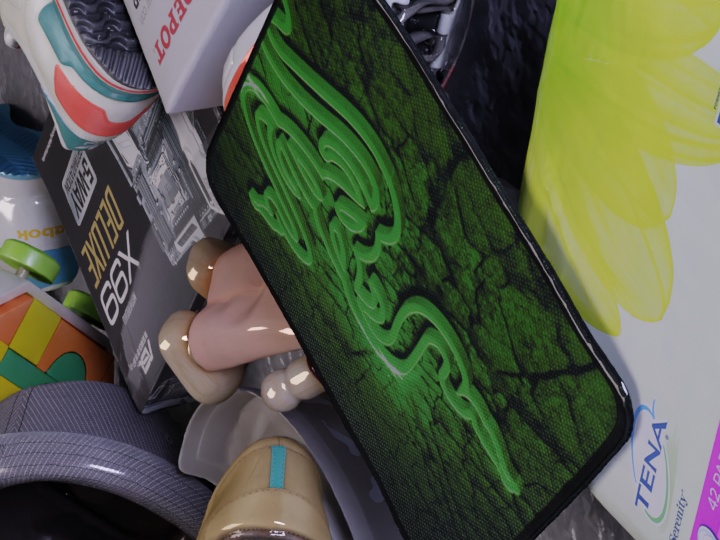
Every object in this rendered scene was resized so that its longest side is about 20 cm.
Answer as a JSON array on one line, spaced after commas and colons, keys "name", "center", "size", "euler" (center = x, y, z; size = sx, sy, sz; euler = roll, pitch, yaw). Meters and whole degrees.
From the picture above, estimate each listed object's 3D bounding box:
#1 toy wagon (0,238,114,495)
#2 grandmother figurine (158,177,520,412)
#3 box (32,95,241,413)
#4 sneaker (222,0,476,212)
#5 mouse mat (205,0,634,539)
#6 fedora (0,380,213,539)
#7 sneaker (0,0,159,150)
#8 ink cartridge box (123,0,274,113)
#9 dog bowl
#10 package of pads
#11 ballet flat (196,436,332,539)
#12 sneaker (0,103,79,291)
[{"name": "toy wagon", "center": [-0.179, 0.081, 1.124], "size": [0.039, 0.156, 0.200], "euler": [20, 167, 30]}, {"name": "grandmother figurine", "center": [0.000, 0.000, 0.814], "size": [0.200, 0.060, 0.122], "euler": [-12, 61, 53]}, {"name": "box", "center": [-0.087, -0.051, 0.983], "size": [0.158, 0.050, 0.200], "euler": [65, 149, 24]}, {"name": "sneaker", "center": [0.017, -0.088, 0.728], "size": [0.200, 0.077, 0.082], "euler": [-60, 42, 48]}, {"name": "mouse mat", "center": [0.010, 0.002, 0.706], "size": [0.201, 0.008, 0.161], "euler": [61, 149, 19]}, {"name": "fedora", "center": [-0.131, 0.128, 1.061], "size": [0.176, 0.200, 0.091], "euler": [-24, 37, 25]}, {"name": "sneaker", "center": [-0.140, -0.144, 0.916], "size": [0.093, 0.070, 0.200], "euler": [-44, 64, 49]}, {"name": "ink cartridge box", "center": [-0.055, -0.185, 0.830], "size": [0.201, 0.084, 0.145], "euler": [67, 152, 18]}, {"name": "dog bowl", "center": [-0.012, 0.143, 0.916], "size": [0.200, 0.058, 0.201], "euler": [35, 131, 53]}, {"name": "package of pads", "center": [0.109, -0.007, 0.612], "size": [0.155, 0.068, 0.201], "euler": [47, 139, 44]}, {"name": "ballet flat", "center": [-0.047, 0.145, 0.874], "size": [0.063, 0.068, 0.200], "euler": [-90, 15, -44]}, {"name": "sneaker", "center": [-0.218, -0.046, 1.209], "size": [0.200, 0.076, 0.081], "euler": [31, 129, 57]}]
